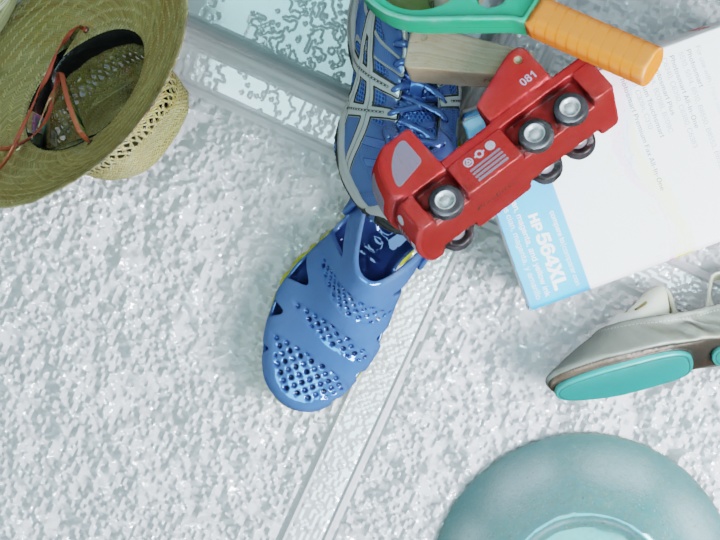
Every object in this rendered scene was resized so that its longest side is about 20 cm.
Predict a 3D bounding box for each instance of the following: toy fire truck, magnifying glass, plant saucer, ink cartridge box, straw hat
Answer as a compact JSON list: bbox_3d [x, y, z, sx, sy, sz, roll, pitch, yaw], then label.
[{"bbox_3d":[0.074,-0.114,1.573,0.200,0.049,0.141,-37,63,-6],"label":"toy fire truck"},{"bbox_3d":[0.083,-0.155,1.551,0.200,0.022,0.080,27,73,23],"label":"magnifying glass"},{"bbox_3d":[0.144,0.206,1.726,0.200,0.039,0.202,0,95,2],"label":"plant saucer"},{"bbox_3d":[0.175,-0.071,1.654,0.199,0.129,0.126,-19,94,4],"label":"ink cartridge box"},{"bbox_3d":[-0.159,-0.103,1.676,0.201,0.201,0.085,-47,131,5],"label":"straw hat"}]

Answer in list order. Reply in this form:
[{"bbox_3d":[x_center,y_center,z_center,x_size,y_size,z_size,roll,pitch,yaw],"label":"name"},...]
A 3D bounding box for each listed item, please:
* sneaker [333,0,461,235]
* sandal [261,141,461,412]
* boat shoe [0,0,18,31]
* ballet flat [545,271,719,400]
[{"bbox_3d":[0.024,-0.114,1.633,0.075,0.077,0.201,0,61,-11],"label":"sneaker"},{"bbox_3d":[0.000,0.000,1.687,0.079,0.087,0.200,28,97,-4],"label":"sandal"},{"bbox_3d":[-0.219,-0.226,1.678,0.073,0.063,0.201,22,90,1],"label":"boat shoe"},{"bbox_3d":[0.212,0.036,1.705,0.199,0.067,0.064,-10,68,1],"label":"ballet flat"}]
